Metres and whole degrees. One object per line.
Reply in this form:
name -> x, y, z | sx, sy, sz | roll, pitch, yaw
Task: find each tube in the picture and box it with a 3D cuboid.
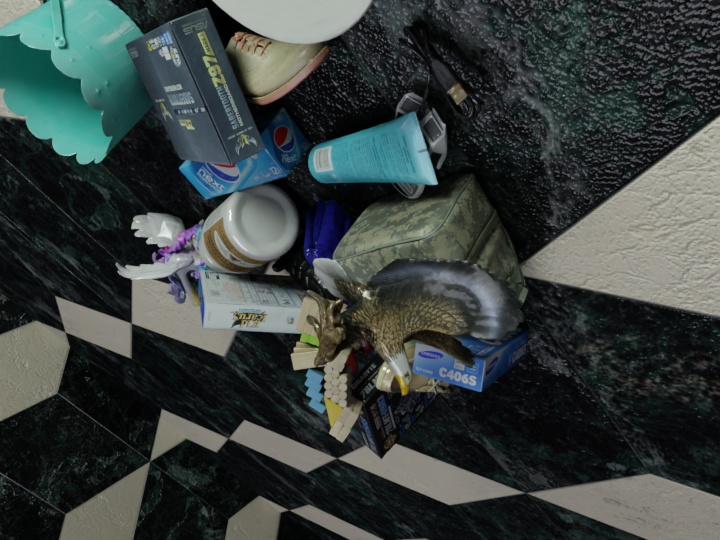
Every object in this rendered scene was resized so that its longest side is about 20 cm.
tube -> 0.009, -0.131, 0.681 | 0.199, 0.050, 0.078 | 8, 130, 55

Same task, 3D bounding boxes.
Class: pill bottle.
pill bottle -> -0.184, -0.056, 0.929 | 0.114, 0.115, 0.200 | 42, 152, -17

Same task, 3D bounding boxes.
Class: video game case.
video game case -> -0.164, 0.048, 0.954 | 0.180, 0.046, 0.200 | 3, -167, -18

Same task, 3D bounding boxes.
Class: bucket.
bucket -> -0.378, -0.261, 0.796 | 0.206, 0.135, 0.208 | 22, 147, 15

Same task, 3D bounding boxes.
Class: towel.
towel -> 0.000, 0.000, 0.839 | 0.049, 0.148, 0.200 | -32, 121, 18

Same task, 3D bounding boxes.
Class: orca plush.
orca plush -> -0.097, 0.007, 0.896 | 0.200, 0.071, 0.106 | -120, 27, -47

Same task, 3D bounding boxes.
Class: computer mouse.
computer mouse -> 0.068, -0.155, 0.637 | 0.110, 0.044, 0.200 | 50, 157, 16

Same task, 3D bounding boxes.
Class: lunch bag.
lunch bag -> 0.087, -0.007, 0.739 | 0.199, 0.140, 0.168 | -12, 121, 47

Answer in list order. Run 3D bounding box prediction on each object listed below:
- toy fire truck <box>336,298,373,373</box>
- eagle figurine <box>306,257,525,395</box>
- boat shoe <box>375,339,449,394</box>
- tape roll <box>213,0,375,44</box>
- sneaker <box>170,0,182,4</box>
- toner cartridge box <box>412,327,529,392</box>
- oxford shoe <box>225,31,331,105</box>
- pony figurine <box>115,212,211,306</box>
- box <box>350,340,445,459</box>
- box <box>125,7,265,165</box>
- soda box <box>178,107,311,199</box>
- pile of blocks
toy fire truck -> -0.027, 0.072, 0.981 | 0.169, 0.112, 0.200 | 62, 165, 0
eagle figurine -> 0.047, 0.055, 0.634 | 0.152, 0.199, 0.152 | -140, 41, -60
boat shoe -> 0.105, 0.142, 0.861 | 0.065, 0.199, 0.073 | 34, 116, 37
tape roll -> -0.041, -0.300, 0.449 | 0.202, 0.140, 0.203 | 23, 147, 16
sneaker -> -0.185, -0.353, 0.569 | 0.087, 0.075, 0.200 | 42, 148, -7
toner cartridge box -> 0.156, 0.107, 0.806 | 0.094, 0.200, 0.044 | 10, 100, 29
oxford shoe -> -0.118, -0.234, 0.673 | 0.199, 0.071, 0.075 | -2, 133, 43
pony figurine -> -0.330, -0.021, 1.103 | 0.191, 0.167, 0.201 | -5, 140, -3
box -> 0.071, 0.180, 0.954 | 0.050, 0.198, 0.201 | 34, 155, 34
box -> -0.202, -0.211, 0.710 | 0.200, 0.051, 0.159 | 21, 138, 54
soda box -> -0.164, -0.157, 0.820 | 0.199, 0.068, 0.064 | -6, 133, 45
pile of blocks -> -0.045, 0.129, 0.816 | 0.081, 0.062, 0.202 | -6, 98, 9
